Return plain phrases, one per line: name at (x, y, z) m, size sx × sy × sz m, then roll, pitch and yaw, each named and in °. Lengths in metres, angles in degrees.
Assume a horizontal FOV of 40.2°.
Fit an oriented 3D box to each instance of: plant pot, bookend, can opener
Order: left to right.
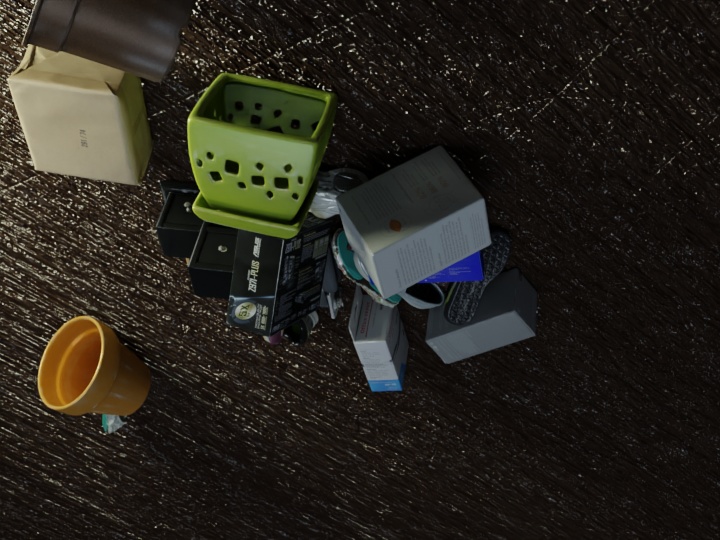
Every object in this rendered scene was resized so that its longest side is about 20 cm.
plant pot at (-0.555, 0.225, 2.111) m, size 0.197 × 0.204 × 0.183 m, roll -17°, pitch 148°, yaw 29°
plant pot at (-0.344, -0.369, 1.372) m, size 0.195 × 0.203 × 0.200 m, roll 21°, pitch 140°, yaw -22°
bookend at (-0.274, -0.048, 1.704) m, size 0.196 × 0.201 × 0.093 m, roll 6°, pitch 140°, yaw 8°
plant pot at (-0.151, -0.169, 1.502) m, size 0.196 × 0.200 × 0.184 m, roll 12°, pitch 122°, yaw 2°
can opener at (-0.067, 0.014, 1.840) m, size 0.065 × 0.053 × 0.202 m, roll 5°, pitch 139°, yaw 9°

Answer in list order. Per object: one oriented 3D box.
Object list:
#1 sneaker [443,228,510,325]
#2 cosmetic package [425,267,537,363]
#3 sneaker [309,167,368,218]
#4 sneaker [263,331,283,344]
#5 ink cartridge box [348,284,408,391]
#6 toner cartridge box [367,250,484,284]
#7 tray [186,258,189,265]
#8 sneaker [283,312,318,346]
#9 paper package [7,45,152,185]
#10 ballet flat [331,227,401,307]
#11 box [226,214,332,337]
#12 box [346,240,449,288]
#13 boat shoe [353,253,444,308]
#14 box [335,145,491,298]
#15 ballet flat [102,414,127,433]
sneaker at (0.195, 0.002, 1.751) m, size 0.071 × 0.083 × 0.202 m, roll 23°, pitch 112°, yaw -16°
cosmetic package at (0.223, 0.085, 1.813) m, size 0.197 × 0.108 × 0.090 m, roll -18°, pitch 132°, yaw 33°
sneaker at (-0.086, -0.129, 1.666) m, size 0.196 × 0.079 × 0.100 m, roll 14°, pitch 146°, yaw 1°
sneaker at (-0.130, 0.058, 1.814) m, size 0.088 × 0.076 × 0.203 m, roll 8°, pitch 126°, yaw 0°
ink cartridge box at (0.038, 0.128, 1.897) m, size 0.065 × 0.117 × 0.202 m, roll -2°, pitch 138°, yaw 16°
toner cartridge box at (0.105, -0.026, 1.651) m, size 0.196 × 0.044 × 0.096 m, roll -2°, pitch 135°, yaw 14°
tray at (-0.230, -0.042, 1.829) m, size 0.196 × 0.037 × 0.100 m, roll 6°, pitch 140°, yaw 8°
sneaker at (-0.167, 0.078, 1.910) m, size 0.199 × 0.089 × 0.073 m, roll 38°, pitch 134°, yaw -27°
paper package at (-0.447, -0.251, 1.588) m, size 0.187 × 0.105 × 0.202 m, roll 8°, pitch 141°, yaw 4°
ballet flat at (0.000, 0.000, 1.800) m, size 0.063 × 0.076 × 0.200 m, roll 1°, pitch 141°, yaw 51°
box at (-0.133, 0.000, 1.639) m, size 0.085 × 0.200 × 0.167 m, roll 15°, pitch 107°, yaw 18°
box at (0.085, -0.056, 1.709) m, size 0.197 × 0.076 × 0.101 m, roll 21°, pitch 139°, yaw -8°
boat shoe at (0.076, 0.008, 1.774) m, size 0.199 × 0.071 × 0.071 m, roll 33°, pitch 161°, yaw -32°
box at (0.083, -0.078, 1.560) m, size 0.197 × 0.153 × 0.107 m, roll -26°, pitch 137°, yaw -7°
ballet flat at (-0.576, 0.309, 2.307) m, size 0.070 × 0.073 × 0.201 m, roll 13°, pitch 142°, yaw -2°
